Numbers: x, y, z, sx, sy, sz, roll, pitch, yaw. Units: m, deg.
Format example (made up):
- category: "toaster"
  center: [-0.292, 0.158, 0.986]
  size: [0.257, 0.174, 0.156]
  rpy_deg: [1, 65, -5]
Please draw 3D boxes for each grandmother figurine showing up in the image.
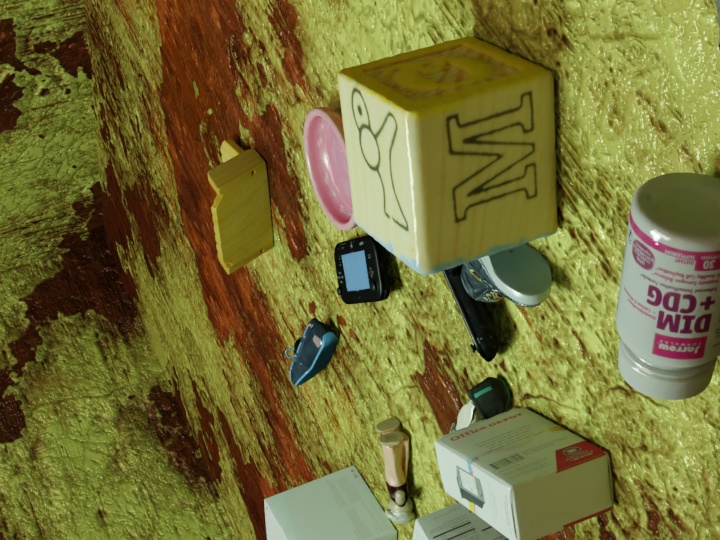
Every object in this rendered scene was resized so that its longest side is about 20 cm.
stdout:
- category: "grandmother figurine"
  center: [0.065, 0.366, 2.157]
  size: [0.122, 0.060, 0.202]
  rpy_deg: [-88, -9, -59]

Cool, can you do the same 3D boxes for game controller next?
- category: "game controller"
  center: [0.000, 0.000, 2.020]
  size: [0.200, 0.042, 0.105]
  rpy_deg: [-10, 97, 69]
- category: "game controller"
  center: [0.137, 0.030, 1.680]
  size: [0.104, 0.042, 0.202]
  rpy_deg: [70, 178, -75]

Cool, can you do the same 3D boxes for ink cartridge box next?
- category: "ink cartridge box"
  center: [0.207, 0.258, 1.567]
  size: [0.200, 0.146, 0.086]
  rpy_deg: [-158, 55, -66]

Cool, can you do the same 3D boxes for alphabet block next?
- category: "alphabet block"
  center: [0.103, -0.141, 1.446]
  size: [0.195, 0.195, 0.202]
  rpy_deg: [39, 142, 53]

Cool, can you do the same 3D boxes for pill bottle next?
- category: "pill bottle"
  center: [0.304, 0.019, 1.171]
  size: [0.113, 0.112, 0.201]
  rpy_deg: [50, 150, 46]

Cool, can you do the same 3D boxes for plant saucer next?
- category: "plant saucer"
  center: [-0.031, -0.167, 1.973]
  size: [0.201, 0.050, 0.202]
  rpy_deg: [-127, 28, -44]

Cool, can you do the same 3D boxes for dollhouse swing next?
- category: "dollhouse swing"
  center: [-0.275, -0.141, 2.478]
  size: [0.175, 0.181, 0.201]
  rpy_deg: [27, 136, 35]

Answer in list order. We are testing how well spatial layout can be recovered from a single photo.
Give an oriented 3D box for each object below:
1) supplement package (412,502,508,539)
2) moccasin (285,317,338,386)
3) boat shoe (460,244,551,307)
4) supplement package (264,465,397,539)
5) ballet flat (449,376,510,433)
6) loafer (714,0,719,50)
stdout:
- category: "supplement package"
  center: [0.183, 0.456, 1.782]
  size: [0.201, 0.149, 0.153]
  rpy_deg: [56, 153, 38]
- category: "moccasin"
  center: [-0.094, 0.153, 2.372]
  size: [0.068, 0.080, 0.200]
  rpy_deg: [51, 141, 14]
- category: "boat shoe"
  center: [0.183, 0.011, 1.549]
  size: [0.201, 0.070, 0.092]
  rpy_deg: [-125, 24, -54]
- category: "supplement package"
  center: [-0.059, 0.523, 2.388]
  size: [0.191, 0.198, 0.148]
  rpy_deg: [51, 151, 45]
- category: "ballet flat"
  center: [0.163, 0.226, 1.763]
  size: [0.068, 0.068, 0.201]
  rpy_deg: [55, 154, 38]
- category: "loafer"
  center: [0.323, -0.207, 1.001]
  size: [0.201, 0.069, 0.070]
  rpy_deg: [67, 159, 15]
